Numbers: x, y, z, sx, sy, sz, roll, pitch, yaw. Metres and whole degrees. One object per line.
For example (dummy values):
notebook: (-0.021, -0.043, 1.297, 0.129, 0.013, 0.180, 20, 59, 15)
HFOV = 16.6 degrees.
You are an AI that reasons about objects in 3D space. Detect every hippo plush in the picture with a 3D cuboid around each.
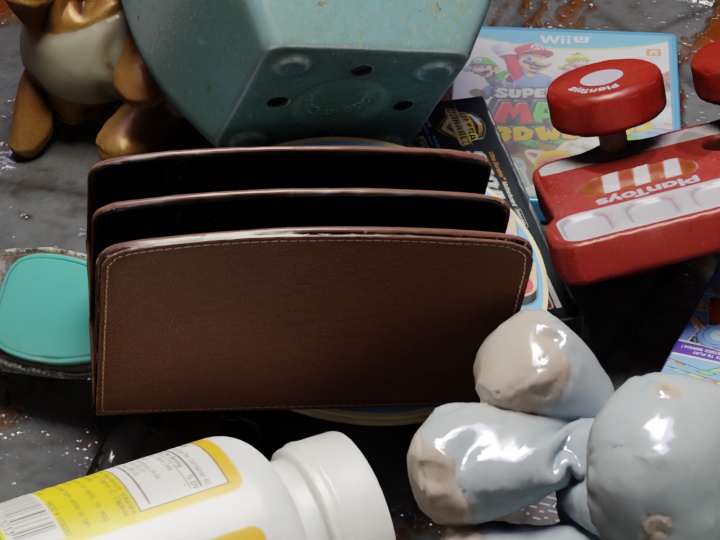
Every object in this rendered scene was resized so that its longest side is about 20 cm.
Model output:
hippo plush: (0.132, 0.115, 1.093, 0.199, 0.160, 0.161, 24, -8, -27)

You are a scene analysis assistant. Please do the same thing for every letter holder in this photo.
letter holder: (-0.029, -0.012, 1.174, 0.199, 0.142, 0.101, -1, 55, -8)

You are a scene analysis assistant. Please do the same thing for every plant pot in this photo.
plant pot: (-0.024, -0.175, 1.367, 0.195, 0.196, 0.201, 0, 65, -21)

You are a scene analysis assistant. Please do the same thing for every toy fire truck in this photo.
toy fire truck: (0.192, -0.048, 1.340, 0.199, 0.113, 0.168, -12, 22, 0)

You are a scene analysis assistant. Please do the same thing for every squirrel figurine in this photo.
squirrel figurine: (-0.103, -0.147, 1.509, 0.186, 0.142, 0.200, 13, 40, 7)

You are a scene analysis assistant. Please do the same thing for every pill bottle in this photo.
pill bottle: (-0.089, 0.141, 1.122, 0.199, 0.113, 0.113, -17, 39, -22)

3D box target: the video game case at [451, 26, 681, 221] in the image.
video game case: (0.126, -0.092, 1.527, 0.142, 0.018, 0.200, 2, 36, 4)

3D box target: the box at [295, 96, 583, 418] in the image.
box: (0.019, -0.013, 1.374, 0.158, 0.046, 0.200, -9, 43, -12)

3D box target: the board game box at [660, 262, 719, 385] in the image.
board game box: (0.262, 0.065, 1.291, 0.199, 0.035, 0.135, 14, 38, 20)

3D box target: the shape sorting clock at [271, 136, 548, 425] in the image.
shape sorting clock: (0.000, 0.000, 1.282, 0.199, 0.039, 0.200, 8, 45, -8)

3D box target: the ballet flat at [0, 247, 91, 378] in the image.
ballet flat: (-0.188, 0.024, 1.319, 0.200, 0.072, 0.072, 6, 35, 23)

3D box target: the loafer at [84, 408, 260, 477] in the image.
loafer: (-0.085, 0.075, 1.264, 0.071, 0.073, 0.200, 29, 39, -4)
